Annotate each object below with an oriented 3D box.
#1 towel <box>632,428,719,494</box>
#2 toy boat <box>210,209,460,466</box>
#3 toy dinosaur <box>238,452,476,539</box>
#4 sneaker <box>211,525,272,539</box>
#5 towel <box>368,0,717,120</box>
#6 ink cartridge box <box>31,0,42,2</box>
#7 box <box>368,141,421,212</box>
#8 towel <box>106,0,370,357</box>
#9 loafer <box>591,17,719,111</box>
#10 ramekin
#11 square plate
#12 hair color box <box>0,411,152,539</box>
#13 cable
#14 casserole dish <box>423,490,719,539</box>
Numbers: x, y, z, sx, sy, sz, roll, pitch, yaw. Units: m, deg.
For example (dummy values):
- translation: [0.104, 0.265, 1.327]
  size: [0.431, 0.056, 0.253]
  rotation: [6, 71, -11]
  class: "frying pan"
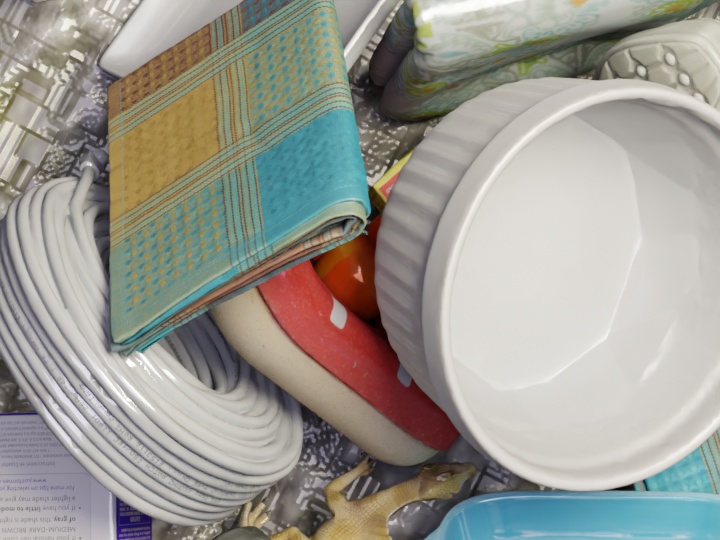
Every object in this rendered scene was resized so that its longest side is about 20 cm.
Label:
- translation: [0.234, 0.138, 1.222]
  size: [0.146, 0.022, 0.201]
  rotation: [-23, 104, -4]
  class: "towel"
- translation: [0.000, 0.000, 1.165]
  size: [0.131, 0.131, 0.200]
  rotation: [-44, 122, 10]
  class: "toy boat"
- translation: [-0.026, 0.162, 1.190]
  size: [0.200, 0.101, 0.058]
  rotation: [-51, 123, -12]
  class: "toy dinosaur"
- translation: [-0.054, 0.238, 1.118]
  size: [0.115, 0.075, 0.202]
  rotation: [24, 101, 35]
  class: "sneaker"
- translation: [0.096, -0.131, 1.175]
  size: [0.170, 0.200, 0.048]
  rotation: [-18, 85, -8]
  class: "towel"
- translation: [-0.156, -0.239, 1.175]
  size: [0.083, 0.200, 0.146]
  rotation: [-14, 86, -9]
  class: "ink cartridge box"
- translation: [0.094, 0.009, 1.243]
  size: [0.075, 0.050, 0.200]
  rotation: [-39, 88, -5]
  class: "box"
- translation: [-0.065, -0.059, 1.102]
  size: [0.146, 0.201, 0.022]
  rotation: [-29, 130, 18]
  class: "towel"
- translation: [0.161, -0.096, 1.182]
  size: [0.070, 0.200, 0.070]
  rotation: [-34, 92, -18]
  class: "loafer"
- translation: [0.101, -0.001, 1.098]
  size: [0.199, 0.105, 0.202]
  rotation: [-8, 108, -25]
  class: "ramekin"
- translation: [-0.033, -0.161, 1.200]
  size: [0.199, 0.200, 0.028]
  rotation: [-53, 128, -7]
  class: "square plate"
- translation: [-0.171, 0.177, 1.193]
  size: [0.109, 0.065, 0.202]
  rotation: [-2, 84, 14]
  class: "hair color box"
- translation: [-0.115, 0.040, 1.154]
  size: [0.069, 0.200, 0.200]
  rotation: [-40, 92, 18]
  class: "cable"
- translation: [0.127, 0.165, 1.149]
  size: [0.198, 0.121, 0.039]
  rotation: [-1, 124, 8]
  class: "casserole dish"
